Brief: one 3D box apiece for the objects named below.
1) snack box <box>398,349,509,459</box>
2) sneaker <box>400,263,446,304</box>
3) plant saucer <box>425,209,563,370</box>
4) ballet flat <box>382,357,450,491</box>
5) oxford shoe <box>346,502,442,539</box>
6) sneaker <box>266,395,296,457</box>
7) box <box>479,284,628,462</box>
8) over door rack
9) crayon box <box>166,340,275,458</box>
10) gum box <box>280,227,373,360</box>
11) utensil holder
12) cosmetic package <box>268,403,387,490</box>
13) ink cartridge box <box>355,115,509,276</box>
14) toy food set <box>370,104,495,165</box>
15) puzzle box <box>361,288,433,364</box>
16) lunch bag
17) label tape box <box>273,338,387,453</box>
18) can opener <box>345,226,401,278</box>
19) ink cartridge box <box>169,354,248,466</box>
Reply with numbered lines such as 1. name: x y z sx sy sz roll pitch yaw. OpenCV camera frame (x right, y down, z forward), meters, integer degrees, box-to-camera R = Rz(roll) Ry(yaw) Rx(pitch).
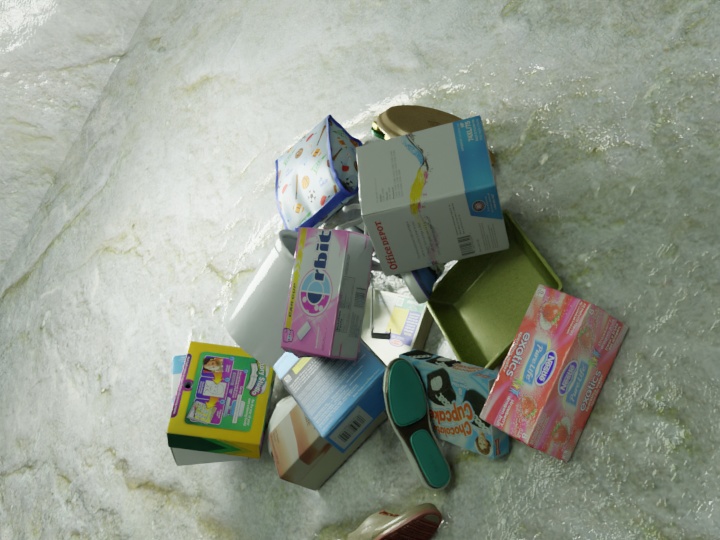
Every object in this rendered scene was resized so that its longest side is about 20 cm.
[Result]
1. snack box: 0.135 0.192 1.378 0.198 0.037 0.119 10 110 53
2. sneaker: 0.131 -0.052 1.490 0.145 0.081 0.202 -25 40 17
3. plant saucer: 0.208 0.043 1.417 0.201 0.047 0.201 -49 38 18
4. ballet flat: 0.074 0.232 1.396 0.069 0.069 0.203 -26 82 39
5. oxford shoe: 0.040 0.384 1.399 0.199 0.070 0.076 -38 37 29
6. sneaker: -0.110 0.239 1.669 0.200 0.072 0.085 -48 41 22
7. box: 0.259 0.137 1.256 0.102 0.094 0.203 24 87 53
8. over door rack: 0.000 0.000 1.568 0.065 0.150 0.201 -10 34 -5
9. crayon box: -0.252 0.237 1.737 0.059 0.169 0.203 98 180 -51
10. gum box: -0.052 0.040 1.452 0.112 0.066 0.204 6 85 43
11. utensil holder: -0.138 0.055 1.738 0.201 0.168 0.171 -53 37 15
12. cosmetic package: -0.057 0.261 1.578 0.200 0.087 0.104 -49 37 19
13. ink cartridge box: 0.106 -0.109 1.405 0.196 0.148 0.148 -13 51 9
14. toy food set: 0.119 -0.225 1.575 0.198 0.196 0.049 53 136 50
15. puzzle box: 0.040 0.105 1.605 0.198 0.025 0.135 10 76 53
16. lunch bag: -0.079 -0.170 1.843 0.169 0.123 0.202 -38 35 29
17. label tape box: -0.039 0.168 1.486 0.143 0.066 0.200 -46 39 0
18. can opener: 0.036 -0.029 1.667 0.199 0.066 0.053 27 88 49
19. ink cartridge box: -0.289 0.264 1.806 0.085 0.141 0.203 90 174 -51
